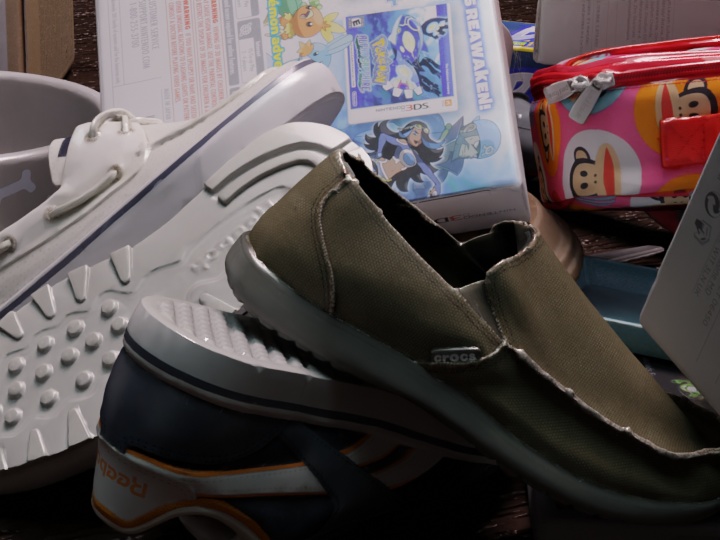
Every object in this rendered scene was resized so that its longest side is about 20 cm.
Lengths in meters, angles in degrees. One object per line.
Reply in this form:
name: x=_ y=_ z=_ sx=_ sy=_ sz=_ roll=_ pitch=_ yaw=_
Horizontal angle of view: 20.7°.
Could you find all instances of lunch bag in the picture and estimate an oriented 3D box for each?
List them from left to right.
lunch bag: x=0.179 y=-0.066 z=0.888 sx=0.199 sy=0.082 sz=0.176 roll=-5 pitch=3 yaw=-1

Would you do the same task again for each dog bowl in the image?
dog bowl: x=-0.214 y=-0.056 z=1.033 sx=0.199 sy=0.059 sz=0.200 roll=2 pitch=21 yaw=-1

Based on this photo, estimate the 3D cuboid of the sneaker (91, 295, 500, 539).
sneaker: x=-0.021 y=0.064 z=0.716 sx=0.200 sy=0.080 sz=0.078 roll=15 pitch=12 yaw=-48

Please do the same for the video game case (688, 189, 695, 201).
video game case: x=0.242 y=-0.037 z=0.816 sx=0.200 sy=0.143 sz=0.019 roll=24 pitch=37 yaw=-47

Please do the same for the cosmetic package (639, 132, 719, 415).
cosmetic package: x=0.242 y=0.025 z=0.675 sx=0.198 sy=0.123 sz=0.200 roll=-8 pitch=43 yaw=-31

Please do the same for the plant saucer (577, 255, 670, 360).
plant saucer: x=0.176 y=0.028 z=0.833 sx=0.199 sy=0.019 sz=0.070 roll=10 pitch=23 yaw=23

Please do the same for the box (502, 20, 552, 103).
box: x=0.155 y=-0.101 z=1.163 sx=0.199 sy=0.070 sz=0.064 roll=8 pitch=21 yaw=15

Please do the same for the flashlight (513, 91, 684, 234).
flashlight: x=0.134 y=-0.056 z=1.063 sx=0.068 sy=0.068 sz=0.199 roll=-23 pitch=27 yaw=-39

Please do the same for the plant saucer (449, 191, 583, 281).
plant saucer: x=0.000 y=0.000 z=0.881 sx=0.199 sy=0.030 sz=0.200 roll=-12 pitch=20 yaw=4

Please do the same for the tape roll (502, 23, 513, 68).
tape roll: x=-0.023 y=-0.099 z=1.021 sx=0.201 sy=0.071 sz=0.202 roll=9 pitch=-9 yaw=1

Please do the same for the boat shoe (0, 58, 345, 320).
boat shoe: x=-0.099 y=-0.032 z=0.808 sx=0.070 sy=0.200 sz=0.071 roll=54 pitch=12 yaw=10

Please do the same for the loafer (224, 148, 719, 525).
loafer: x=0.052 y=0.023 z=0.688 sx=0.199 sy=0.070 sz=0.075 roll=27 pitch=16 yaw=-9

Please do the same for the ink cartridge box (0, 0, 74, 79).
ink cartridge box: x=-0.229 y=-0.203 z=1.221 sx=0.075 sy=0.201 sz=0.165 roll=2 pitch=20 yaw=2

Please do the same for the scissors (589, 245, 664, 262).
scissors: x=0.068 y=0.008 z=0.952 sx=0.199 sy=0.014 sz=0.073 roll=-3 pitch=19 yaw=-15

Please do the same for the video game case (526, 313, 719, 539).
video game case: x=0.155 y=0.065 z=0.792 sx=0.181 sy=0.023 sz=0.200 roll=2 pitch=21 yaw=0

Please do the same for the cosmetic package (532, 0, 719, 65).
cosmetic package: x=0.208 y=-0.158 z=1.107 sx=0.199 sy=0.082 sz=0.113 roll=10 pitch=24 yaw=17

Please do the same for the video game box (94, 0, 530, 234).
video game box: x=-0.026 y=-0.103 z=0.883 sx=0.181 sy=0.201 sz=0.047 roll=-10 pitch=-23 yaw=10

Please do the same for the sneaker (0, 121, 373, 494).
sneaker: x=-0.068 y=0.030 z=0.760 sx=0.199 sy=0.081 sz=0.077 roll=-33 pitch=56 yaw=-4
